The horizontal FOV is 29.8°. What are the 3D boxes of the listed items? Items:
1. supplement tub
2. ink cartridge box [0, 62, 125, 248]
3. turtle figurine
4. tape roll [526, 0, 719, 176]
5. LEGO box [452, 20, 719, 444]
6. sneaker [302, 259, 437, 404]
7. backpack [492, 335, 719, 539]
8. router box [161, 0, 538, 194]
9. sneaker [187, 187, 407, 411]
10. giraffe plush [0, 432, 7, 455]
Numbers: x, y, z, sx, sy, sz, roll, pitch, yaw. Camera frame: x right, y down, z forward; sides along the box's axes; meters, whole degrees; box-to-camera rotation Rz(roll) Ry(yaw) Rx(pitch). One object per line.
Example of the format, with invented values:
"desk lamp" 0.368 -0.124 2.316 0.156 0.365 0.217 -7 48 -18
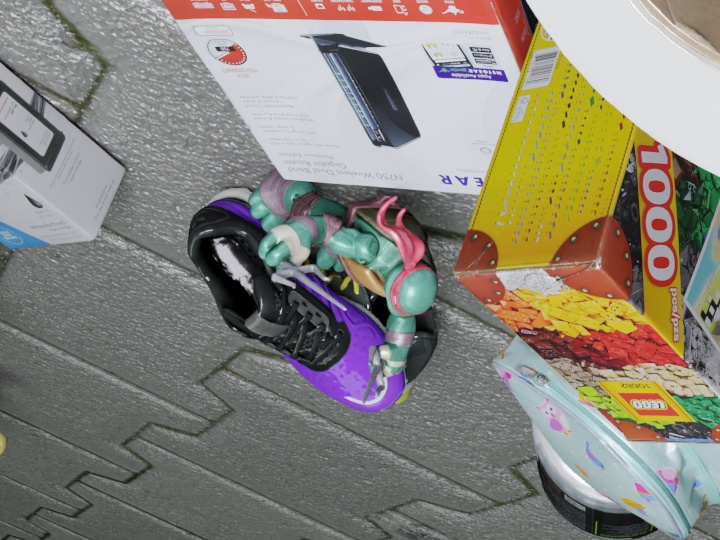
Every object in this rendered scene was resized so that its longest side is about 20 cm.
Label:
"supplement tub" 0.189 0.130 0.999 0.121 0.124 0.200 14 163 13
"ink cartridge box" -0.285 -0.100 0.990 0.115 0.069 0.200 -4 144 42
"turtle figurine" 0.000 0.000 0.869 0.150 0.100 0.200 55 177 -30
"tape roll" 0.151 -0.140 0.416 0.202 0.139 0.204 37 156 20
"LEGO box" 0.138 -0.045 0.615 0.077 0.202 0.149 -5 145 44
"sneaker" -0.025 0.016 1.039 0.199 0.075 0.085 34 125 -9
"backpack" 0.188 0.068 0.801 0.199 0.154 0.176 25 163 36
"router box" 0.013 -0.115 0.752 0.198 0.049 0.180 6 151 29
"sneaker" -0.053 0.034 0.957 0.200 0.070 0.100 45 -163 -1
"giraffe plush" -0.507 0.172 1.627 0.161 0.202 0.173 -26 132 19
